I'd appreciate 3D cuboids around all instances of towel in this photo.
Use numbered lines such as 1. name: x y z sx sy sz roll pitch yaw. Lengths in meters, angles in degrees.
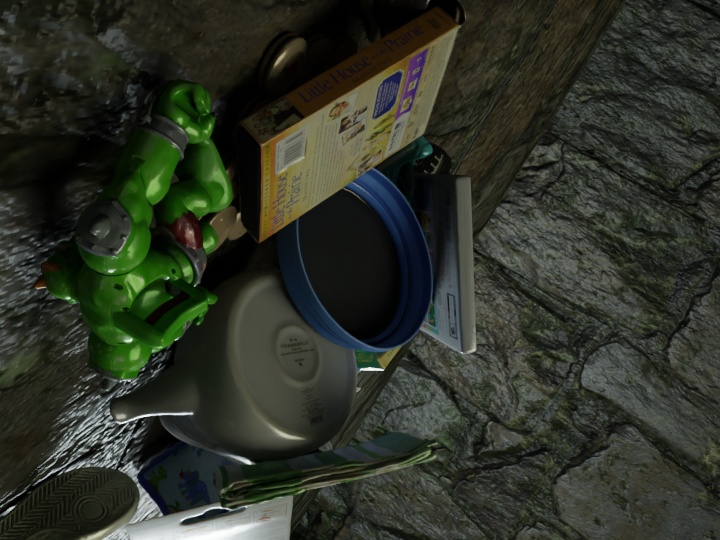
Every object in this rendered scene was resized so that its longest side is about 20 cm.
1. towel: -0.040 0.185 0.740 0.200 0.023 0.153 -10 175 -15

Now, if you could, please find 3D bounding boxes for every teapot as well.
1. teapot: -0.108 0.100 0.765 0.146 0.200 0.198 -25 -145 38

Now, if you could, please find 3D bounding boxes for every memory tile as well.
1. memory tile: -0.072 -0.109 0.658 0.200 0.017 0.153 -60 168 24

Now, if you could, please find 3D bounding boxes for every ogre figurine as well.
1. ogre figurine: -0.132 -0.010 0.487 0.200 0.098 0.120 -51 -173 43

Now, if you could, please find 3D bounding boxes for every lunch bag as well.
1. lunch bag: -0.142 0.233 0.962 0.200 0.127 0.170 -38 170 1

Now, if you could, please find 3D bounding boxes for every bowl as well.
1. bowl: -0.003 -0.014 0.789 0.039 0.201 0.201 -19 -164 40

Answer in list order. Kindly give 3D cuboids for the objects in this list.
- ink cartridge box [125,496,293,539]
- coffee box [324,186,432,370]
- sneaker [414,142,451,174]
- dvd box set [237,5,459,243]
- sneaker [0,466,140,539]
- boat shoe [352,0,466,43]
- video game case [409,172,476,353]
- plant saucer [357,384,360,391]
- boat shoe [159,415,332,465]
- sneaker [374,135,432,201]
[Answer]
1. ink cartridge box: -0.154 0.263 0.798 0.162 0.050 0.200 -10 141 -15
2. coffee box: 0.000 0.000 0.871 0.044 0.200 0.123 -6 -149 43
3. sneaker: 0.054 -0.106 1.108 0.200 0.074 0.080 -47 -179 -20
4. dvd box set: -0.013 -0.117 0.636 0.200 0.029 0.146 -36 163 -22
5. sneaker: -0.280 0.244 0.660 0.200 0.075 0.085 -26 148 -50
6. boat shoe: 0.051 -0.225 0.696 0.075 0.073 0.200 -58 169 12
7. video game case: 0.092 -0.017 0.935 0.182 0.024 0.200 -154 -121 -72
8. plant saucer: -0.099 0.197 1.168 0.200 0.032 0.200 -18 166 -5
9. boat shoe: -0.118 0.180 0.826 0.072 0.200 0.069 -62 -163 -7
10. sneaker: 0.020 -0.090 0.939 0.078 0.080 0.200 -41 162 -53
